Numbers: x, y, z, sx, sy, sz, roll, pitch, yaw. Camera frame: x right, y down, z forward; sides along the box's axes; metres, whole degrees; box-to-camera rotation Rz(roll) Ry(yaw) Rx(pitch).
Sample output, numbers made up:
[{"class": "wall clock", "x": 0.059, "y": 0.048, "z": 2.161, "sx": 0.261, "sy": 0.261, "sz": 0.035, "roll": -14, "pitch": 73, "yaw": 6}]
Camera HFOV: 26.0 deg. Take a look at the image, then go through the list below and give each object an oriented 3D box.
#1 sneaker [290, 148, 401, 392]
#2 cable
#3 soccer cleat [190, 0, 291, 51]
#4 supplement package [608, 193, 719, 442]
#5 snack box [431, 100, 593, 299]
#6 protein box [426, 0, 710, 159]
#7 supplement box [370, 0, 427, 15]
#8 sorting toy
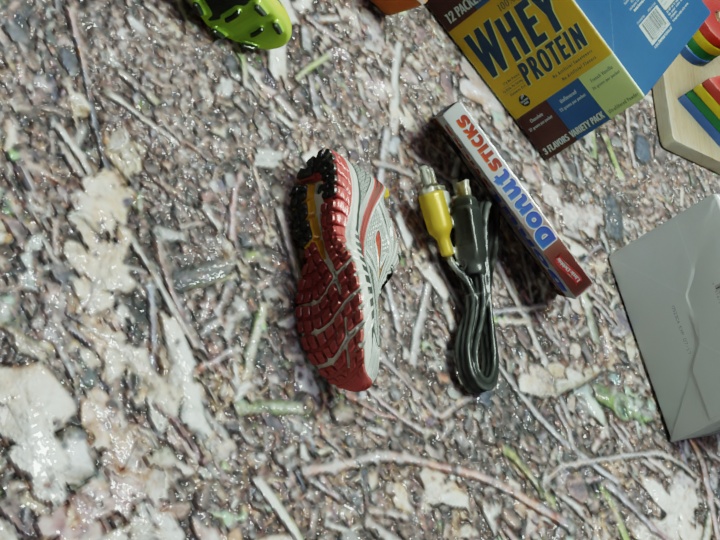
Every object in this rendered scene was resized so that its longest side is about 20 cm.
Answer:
[{"class": "sneaker", "x": 0.000, "y": 0.000, "z": 1.227, "sx": 0.082, "sy": 0.078, "sz": 0.202, "roll": 19, "pitch": 56, "yaw": -35}, {"class": "cable", "x": 0.091, "y": 0.008, "z": 1.348, "sx": 0.097, "sy": 0.050, "sz": 0.203, "roll": 11, "pitch": 71, "yaw": -57}, {"class": "soccer cleat", "x": -0.131, "y": -0.255, "z": 1.261, "sx": 0.199, "sy": 0.065, "sz": 0.084, "roll": 33, "pitch": 46, "yaw": -24}, {"class": "supplement package", "x": 0.378, "y": 0.043, "z": 1.493, "sx": 0.198, "sy": 0.147, "sz": 0.194, "roll": -2, "pitch": 68, "yaw": -41}, {"class": "snack box", "x": 0.135, "y": -0.063, "z": 1.390, "sx": 0.024, "sy": 0.072, "sz": 0.201, "roll": -37, "pitch": 95, "yaw": -3}, {"class": "protein box", "x": 0.203, "y": -0.258, "z": 1.512, "sx": 0.201, "sy": 0.134, "sz": 0.199, "roll": 51, "pitch": 44, "yaw": -7}, {"class": "supplement box", "x": 0.064, "y": -0.335, "z": 1.430, "sx": 0.066, "sy": 0.069, "sz": 0.201, "roll": 38, "pitch": 71, "yaw": -24}, {"class": "sorting toy", "x": 0.410, "y": -0.206, "z": 1.717, "sx": 0.197, "sy": 0.069, "sz": 0.202, "roll": 19, "pitch": 56, "yaw": -34}]
